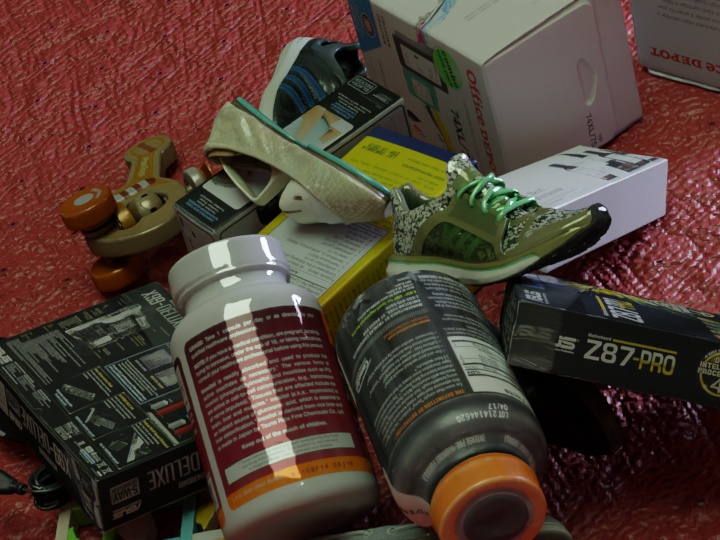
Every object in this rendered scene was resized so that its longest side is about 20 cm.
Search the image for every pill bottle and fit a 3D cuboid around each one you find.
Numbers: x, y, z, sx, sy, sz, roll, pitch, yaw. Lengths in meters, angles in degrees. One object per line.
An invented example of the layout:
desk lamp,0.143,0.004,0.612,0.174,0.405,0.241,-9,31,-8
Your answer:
pill bottle,-0.066,0.083,1.426,0.112,0.113,0.202,-18,70,0
pill bottle,0.057,0.097,1.340,0.105,0.107,0.201,-20,39,-2

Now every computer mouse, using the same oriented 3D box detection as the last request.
computer mouse,-0.262,0.126,1.588,0.199,0.046,0.140,21,42,32

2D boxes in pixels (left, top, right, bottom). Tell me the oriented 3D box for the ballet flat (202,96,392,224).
ballet flat,-0.048,-0.067,1.561,0.200,0.067,0.063,33,88,45

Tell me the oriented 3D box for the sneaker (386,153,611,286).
sneaker,0.083,-0.038,1.430,0.199,0.089,0.077,-10,8,44

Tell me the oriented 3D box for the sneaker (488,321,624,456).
sneaker,0.093,0.103,1.461,0.114,0.077,0.199,-39,40,-21

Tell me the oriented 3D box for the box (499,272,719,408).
box,0.176,0.045,1.394,0.160,0.050,0.200,10,6,2

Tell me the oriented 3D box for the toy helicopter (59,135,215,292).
toy helicopter,-0.176,-0.071,1.773,0.131,0.079,0.200,-20,26,9

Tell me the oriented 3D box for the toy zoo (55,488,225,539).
toy zoo,-0.125,0.201,1.473,0.198,0.021,0.132,-11,39,10

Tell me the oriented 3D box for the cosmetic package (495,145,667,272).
cosmetic package,0.153,-0.050,1.564,0.082,0.051,0.199,9,18,32

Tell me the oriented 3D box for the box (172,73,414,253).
box,-0.044,-0.053,1.664,0.199,0.117,0.060,-35,44,-22

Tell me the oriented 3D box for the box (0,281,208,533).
box,-0.170,0.095,1.538,0.157,0.050,0.200,-22,38,-27

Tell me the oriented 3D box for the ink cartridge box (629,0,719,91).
ink cartridge box,0.294,-0.253,1.694,0.146,0.201,0.086,21,51,38

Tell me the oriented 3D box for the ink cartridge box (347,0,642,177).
ink cartridge box,0.111,-0.184,1.729,0.145,0.148,0.200,-33,41,-19

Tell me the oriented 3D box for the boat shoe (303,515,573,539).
boat shoe,0.044,0.191,1.379,0.200,0.075,0.065,-16,43,14

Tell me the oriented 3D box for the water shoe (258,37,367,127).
water shoe,-0.039,-0.142,1.799,0.078,0.072,0.201,-4,42,14

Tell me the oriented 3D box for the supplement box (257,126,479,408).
supplement box,0.000,0.000,1.588,0.108,0.110,0.200,22,53,39
